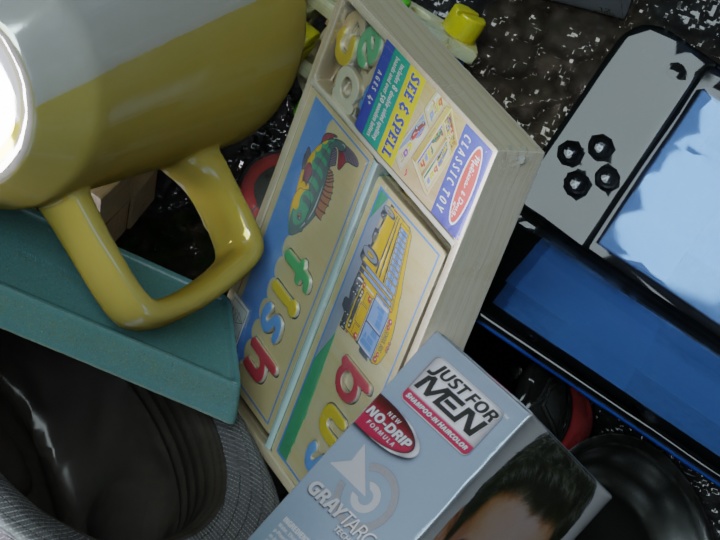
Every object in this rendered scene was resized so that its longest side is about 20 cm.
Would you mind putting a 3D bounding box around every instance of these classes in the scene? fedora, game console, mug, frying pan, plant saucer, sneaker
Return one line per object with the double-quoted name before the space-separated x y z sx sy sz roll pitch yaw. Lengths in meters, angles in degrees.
"fedora" -0.136 0.077 1.145 0.200 0.177 0.090 51 122 15
"game console" 0.159 0.003 1.172 0.200 0.118 0.171 34 83 3
"mug" -0.109 -0.085 1.125 0.186 0.153 0.150 39 125 12
"frying pan" 0.132 0.156 1.191 0.190 0.031 0.115 52 50 -19
"plant saucer" -0.132 0.001 1.137 0.019 0.200 0.070 -49 31 30
"sneaker" 0.019 0.011 1.215 0.071 0.098 0.200 -46 74 -3

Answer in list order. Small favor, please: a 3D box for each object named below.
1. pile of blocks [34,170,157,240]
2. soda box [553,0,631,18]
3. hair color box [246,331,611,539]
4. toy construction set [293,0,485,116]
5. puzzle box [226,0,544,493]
"pile of blocks" -0.187 -0.040 1.215 0.199 0.062 0.082 -12 57 -19
"soda box" 0.035 -0.179 1.277 0.199 0.064 0.068 15 79 12
"hair color box" 0.000 0.131 1.103 0.200 0.099 0.061 -48 56 -2
"toy construction set" -0.050 -0.132 1.248 0.200 0.131 0.092 24 108 15
"puzzle box" 0.000 0.000 1.146 0.133 0.025 0.200 49 128 43
